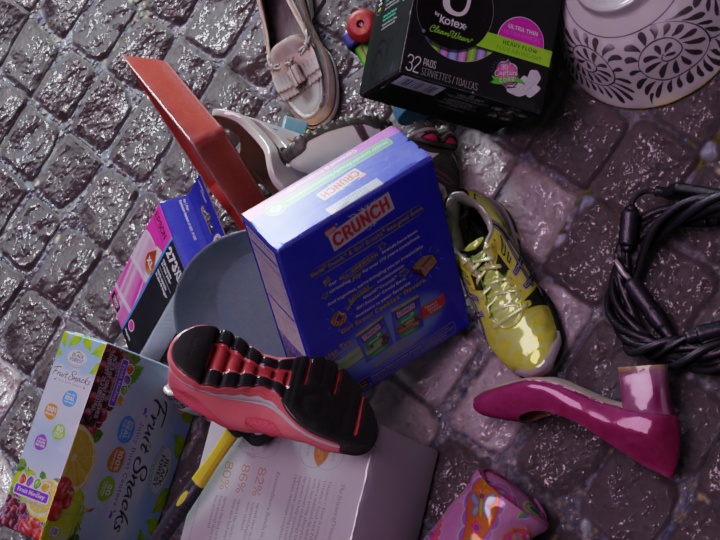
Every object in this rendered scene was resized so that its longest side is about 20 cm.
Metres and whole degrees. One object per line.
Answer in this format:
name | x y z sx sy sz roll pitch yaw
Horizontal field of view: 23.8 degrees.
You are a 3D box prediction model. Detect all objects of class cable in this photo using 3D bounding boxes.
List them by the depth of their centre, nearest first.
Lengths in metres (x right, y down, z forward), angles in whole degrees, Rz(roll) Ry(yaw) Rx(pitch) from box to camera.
cable | 0.298 0.009 1.467 0.199 0.051 0.165 15 82 37

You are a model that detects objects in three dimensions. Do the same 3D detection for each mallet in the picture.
mallet | -0.141 0.197 1.585 0.066 0.041 0.201 34 98 36

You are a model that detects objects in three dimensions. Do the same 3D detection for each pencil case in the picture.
pencil case | 0.081 0.273 1.505 0.087 0.087 0.201 40 98 38

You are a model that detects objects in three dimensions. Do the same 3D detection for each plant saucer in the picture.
plant saucer | -0.082 0.040 1.664 0.200 0.201 0.039 -32 21 22
plant saucer | -0.144 -0.111 1.698 0.037 0.200 0.200 -36 41 -5

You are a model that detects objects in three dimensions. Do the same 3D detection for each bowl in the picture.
bowl | 0.252 -0.259 1.570 0.199 0.094 0.203 -13 67 32

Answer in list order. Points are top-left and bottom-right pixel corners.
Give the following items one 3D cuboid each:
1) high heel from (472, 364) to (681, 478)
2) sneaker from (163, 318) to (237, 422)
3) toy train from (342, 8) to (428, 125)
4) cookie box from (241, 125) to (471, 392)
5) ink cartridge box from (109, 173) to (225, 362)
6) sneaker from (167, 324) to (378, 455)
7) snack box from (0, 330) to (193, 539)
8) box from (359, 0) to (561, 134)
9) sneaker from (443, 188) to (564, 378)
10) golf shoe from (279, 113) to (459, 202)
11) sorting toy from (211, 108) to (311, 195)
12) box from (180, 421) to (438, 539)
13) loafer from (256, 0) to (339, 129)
high heel | 0.187 0.140 1.498 0.198 0.067 0.097 -9 81 30
sneaker | -0.133 0.053 1.735 0.076 0.080 0.202 13 78 39
toy train | 0.091 -0.240 1.694 0.199 0.085 0.116 -32 74 14
cookie box | 0.000 0.000 1.543 0.170 0.201 0.075 -31 42 -18
ink cartridge box | -0.201 0.001 1.781 0.200 0.037 0.095 -54 47 37
sneaker | -0.080 0.114 1.517 0.087 0.199 0.074 118 175 -55
snack box | -0.256 0.180 1.718 0.067 0.168 0.202 14 81 34
box | 0.100 -0.250 1.601 0.124 0.147 0.202 164 119 -71
sneaker | 0.122 0.012 1.573 0.075 0.076 0.201 -35 58 17
golf shoe | 0.018 -0.096 1.613 0.077 0.199 0.089 -32 64 50
sorting toy | -0.063 -0.096 1.676 0.107 0.180 0.200 -50 53 10
box | -0.049 0.215 1.599 0.199 0.106 0.154 6 76 37
loafer | -0.077 -0.242 1.813 0.072 0.063 0.201 -28 59 23
